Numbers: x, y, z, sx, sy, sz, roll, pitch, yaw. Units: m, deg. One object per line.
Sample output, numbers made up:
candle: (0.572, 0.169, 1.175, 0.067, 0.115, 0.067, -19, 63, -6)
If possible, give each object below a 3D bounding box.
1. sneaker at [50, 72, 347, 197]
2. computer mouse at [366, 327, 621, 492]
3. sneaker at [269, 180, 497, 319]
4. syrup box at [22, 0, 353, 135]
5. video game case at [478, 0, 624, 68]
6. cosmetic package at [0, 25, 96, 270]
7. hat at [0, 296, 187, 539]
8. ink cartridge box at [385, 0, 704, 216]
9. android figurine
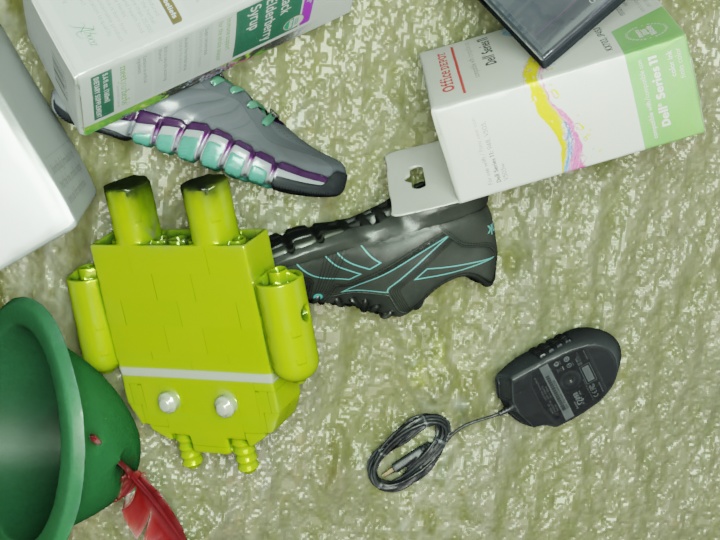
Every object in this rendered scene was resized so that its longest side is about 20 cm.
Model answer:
sneaker: (-0.095, -0.110, 0.914, 0.198, 0.074, 0.088, 18, 92, -9)
computer mouse: (0.092, 0.096, 0.996, 0.199, 0.034, 0.059, -26, 118, 3)
sneaker: (0.000, 0.000, 0.942, 0.198, 0.075, 0.080, -18, 103, -4)
syrup box: (-0.100, -0.170, 0.864, 0.199, 0.079, 0.082, -27, 77, -17)
video game case: (0.101, -0.239, 0.867, 0.143, 0.019, 0.200, -40, 69, 1)
cosmetic package: (-0.287, -0.059, 0.848, 0.199, 0.165, 0.166, -29, 102, -1)
hat: (-0.152, 0.113, 0.947, 0.175, 0.166, 0.201, -1, 130, -37)
ink cartridge box: (0.104, -0.108, 0.899, 0.198, 0.117, 0.068, -16, 115, 5)
android figurine: (-0.107, 0.038, 0.914, 0.180, 0.041, 0.202, 3, 111, 28)
